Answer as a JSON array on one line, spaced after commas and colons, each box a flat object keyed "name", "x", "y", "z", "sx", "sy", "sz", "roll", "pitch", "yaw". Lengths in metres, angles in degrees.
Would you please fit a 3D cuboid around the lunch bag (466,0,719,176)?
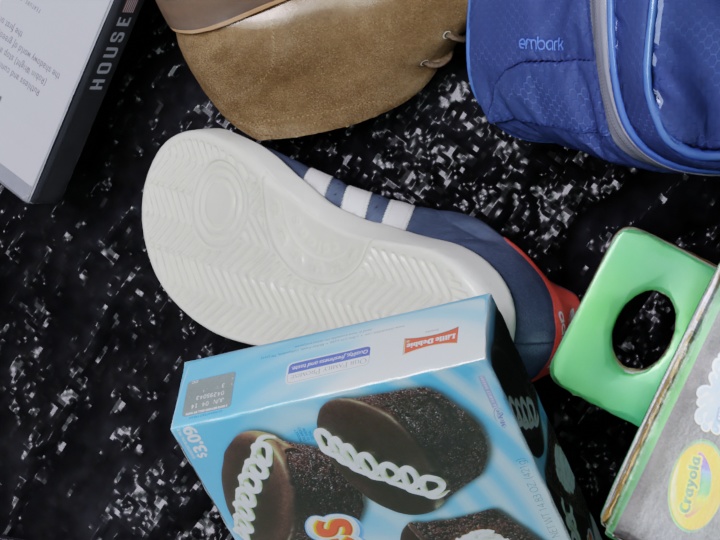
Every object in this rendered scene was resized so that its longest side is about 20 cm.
[{"name": "lunch bag", "x": 0.126, "y": -0.133, "z": 0.841, "sx": 0.132, "sy": 0.135, "sz": 0.202, "roll": 12, "pitch": 103, "yaw": 59}]

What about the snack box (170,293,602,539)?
[{"name": "snack box", "x": 0.024, "y": 0.102, "z": 0.893, "sx": 0.115, "sy": 0.037, "sz": 0.201, "roll": -13, "pitch": 128, "yaw": 17}]

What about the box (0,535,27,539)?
[{"name": "box", "x": -0.215, "y": 0.168, "z": 0.992, "sx": 0.199, "sy": 0.115, "sz": 0.133, "roll": 7, "pitch": 94, "yaw": 19}]

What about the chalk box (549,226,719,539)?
[{"name": "chalk box", "x": 0.167, "y": 0.056, "z": 0.866, "sx": 0.199, "sy": 0.124, "sz": 0.125, "roll": 29, "pitch": 100, "yaw": 16}]

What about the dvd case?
[{"name": "dvd case", "x": -0.136, "y": -0.150, "z": 0.977, "sx": 0.150, "sy": 0.025, "sz": 0.201, "roll": 36, "pitch": 111, "yaw": 29}]

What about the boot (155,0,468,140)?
[{"name": "boot", "x": 0.026, "y": -0.111, "z": 0.950, "sx": 0.199, "sy": 0.074, "sz": 0.076, "roll": -19, "pitch": 116, "yaw": 11}]

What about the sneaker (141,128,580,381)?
[{"name": "sneaker", "x": 0.000, "y": 0.000, "z": 0.951, "sx": 0.199, "sy": 0.084, "sz": 0.075, "roll": 28, "pitch": 109, "yaw": 40}]
